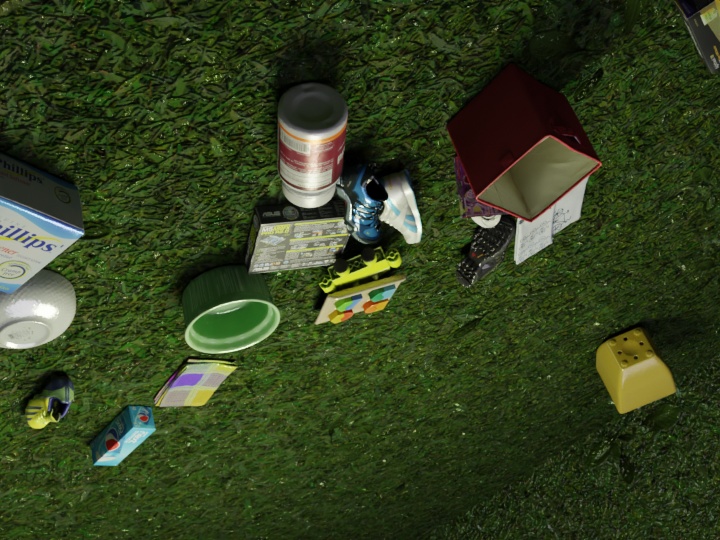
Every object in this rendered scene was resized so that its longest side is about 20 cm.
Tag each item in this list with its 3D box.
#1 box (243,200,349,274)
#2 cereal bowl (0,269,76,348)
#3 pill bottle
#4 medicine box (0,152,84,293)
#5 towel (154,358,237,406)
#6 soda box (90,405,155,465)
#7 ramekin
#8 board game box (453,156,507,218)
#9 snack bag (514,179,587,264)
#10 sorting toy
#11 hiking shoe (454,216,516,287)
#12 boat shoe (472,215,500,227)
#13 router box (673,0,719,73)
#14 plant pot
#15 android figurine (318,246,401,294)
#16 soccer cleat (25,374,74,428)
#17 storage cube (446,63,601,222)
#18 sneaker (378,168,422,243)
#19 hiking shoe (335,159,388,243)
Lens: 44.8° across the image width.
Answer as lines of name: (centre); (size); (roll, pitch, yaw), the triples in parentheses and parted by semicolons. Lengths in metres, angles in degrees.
box: (-0.120, -0.066, 1.719); (0.198, 0.045, 0.161); (-7, 146, -22)
cereal bowl: (-0.625, 0.086, 1.621); (0.198, 0.084, 0.201); (-16, 150, -9)
pill bottle: (-0.082, -0.202, 1.456); (0.113, 0.115, 0.201); (-12, 149, -14)
medicine box: (-0.573, -0.075, 1.377); (0.199, 0.104, 0.182); (-33, 147, 22)
towel: (-0.398, 0.275, 2.114); (0.143, 0.023, 0.200); (8, 139, -38)
soda box: (-0.593, 0.413, 2.176); (0.067, 0.065, 0.200); (13, 135, -43)
ramekin: (-0.272, 0.077, 1.801); (0.198, 0.098, 0.201); (-15, 149, -9)
board game box: (0.281, -0.171, 1.723); (0.198, 0.121, 0.032); (-7, 174, -23)
snack bag: (0.425, -0.112, 1.944); (0.199, 0.021, 0.189); (-33, 152, -11)
sorting toy: (-0.001, 0.070, 1.949); (0.183, 0.037, 0.200); (-16, 165, -19)
hiking shoe: (0.293, -0.052, 1.978); (0.100, 0.076, 0.200); (-20, 153, -51)
boat shoe: (0.264, -0.134, 1.817); (0.071, 0.066, 0.200); (-21, 149, 0)
router box: (0.663, -0.458, 1.554); (0.157, 0.053, 0.199); (-33, 147, 21)
plant pot: (0.853, 0.290, 2.729); (0.194, 0.195, 0.201); (-23, 141, 5)
android figurine: (0.000, 0.000, 1.851); (0.180, 0.041, 0.200); (-22, 166, 1)
soccer cleat: (-0.689, 0.307, 1.931); (0.064, 0.084, 0.200); (8, 139, -39)
storage cube: (0.287, -0.225, 1.568); (0.170, 0.181, 0.200); (16, 135, -40)
sneaker: (0.074, -0.121, 1.728); (0.080, 0.077, 0.201); (-15, 143, 5)
hiking shoe: (0.013, -0.119, 1.624); (0.086, 0.075, 0.201); (4, 143, 25)
